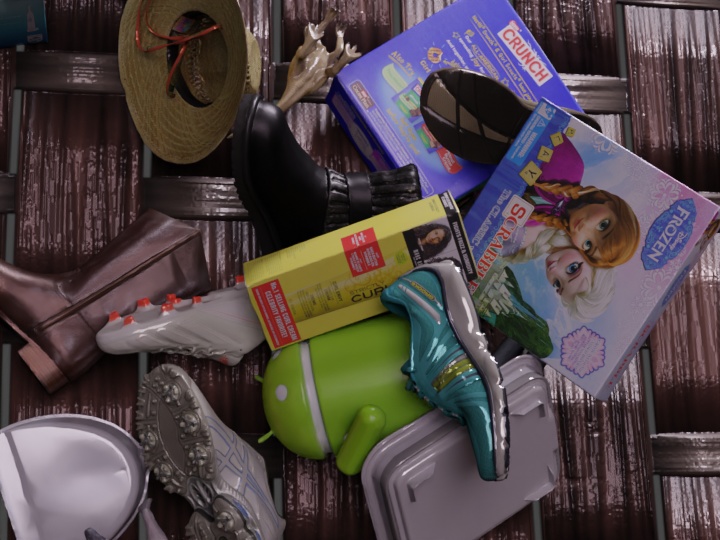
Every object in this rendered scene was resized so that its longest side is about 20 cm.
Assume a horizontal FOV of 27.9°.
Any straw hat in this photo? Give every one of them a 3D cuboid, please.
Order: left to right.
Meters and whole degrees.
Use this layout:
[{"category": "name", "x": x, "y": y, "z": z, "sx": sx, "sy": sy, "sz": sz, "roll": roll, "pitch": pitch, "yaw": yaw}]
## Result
[{"category": "straw hat", "x": -0.141, "y": -0.201, "z": 1.386, "sx": 0.085, "sy": 0.200, "sz": 0.203, "roll": -3, "pitch": 72, "yaw": -46}]

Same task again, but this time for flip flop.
[{"category": "flip flop", "x": 0.140, "y": -0.141, "z": 1.380, "sx": 0.199, "sy": 0.058, "sz": 0.082, "roll": 11, "pitch": 105, "yaw": -26}]

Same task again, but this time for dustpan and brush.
[{"category": "dustpan and brush", "x": -0.218, "y": 0.179, "z": 1.306, "sx": 0.199, "sy": 0.057, "sz": 0.141, "roll": -19, "pitch": 90, "yaw": -9}]

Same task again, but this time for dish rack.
[{"category": "dish rack", "x": 0.102, "y": 0.183, "z": 1.305, "sx": 0.199, "sy": 0.173, "sz": 0.044, "roll": -31, "pitch": 42, "yaw": -19}]

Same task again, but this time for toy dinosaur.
[{"category": "toy dinosaur", "x": -0.051, "y": -0.186, "z": 1.385, "sx": 0.058, "sy": 0.101, "sz": 0.200, "roll": 37, "pitch": 40, "yaw": -8}]

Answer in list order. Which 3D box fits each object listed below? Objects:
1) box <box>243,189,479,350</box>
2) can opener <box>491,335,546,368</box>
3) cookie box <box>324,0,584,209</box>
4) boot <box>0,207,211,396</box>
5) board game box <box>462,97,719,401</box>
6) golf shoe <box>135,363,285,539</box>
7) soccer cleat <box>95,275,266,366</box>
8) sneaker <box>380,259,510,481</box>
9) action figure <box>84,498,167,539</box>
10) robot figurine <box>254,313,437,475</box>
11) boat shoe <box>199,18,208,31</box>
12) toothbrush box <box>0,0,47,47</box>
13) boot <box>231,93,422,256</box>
[{"category": "box", "x": 0.000, "y": 0.000, "z": 1.295, "sx": 0.198, "sy": 0.050, "sz": 0.076, "roll": -18, "pitch": 117, "yaw": 2}, {"category": "can opener", "x": 0.120, "y": 0.128, "z": 1.377, "sx": 0.053, "sy": 0.066, "sz": 0.200, "roll": 42, "pitch": 66, "yaw": -1}, {"category": "cookie box", "x": 0.094, "y": -0.162, "z": 1.443, "sx": 0.199, "sy": 0.075, "sz": 0.172, "roll": -32, "pitch": 84, "yaw": -17}, {"category": "boot", "x": -0.255, "y": -0.013, "z": 1.339, "sx": 0.199, "sy": 0.064, "sz": 0.187, "roll": -36, "pitch": 97, "yaw": -15}, {"category": "board game box", "x": 0.192, "y": -0.021, "z": 1.310, "sx": 0.199, "sy": 0.041, "sz": 0.201, "roll": 35, "pitch": 96, "yaw": 25}, {"category": "golf shoe", "x": -0.131, "y": 0.171, "z": 1.301, "sx": 0.097, "sy": 0.078, "sz": 0.201, "roll": -28, "pitch": 96, "yaw": -59}, {"category": "soccer cleat", "x": -0.143, "y": 0.056, "z": 1.323, "sx": 0.199, "sy": 0.069, "sz": 0.078, "roll": -15, "pitch": 103, "yaw": -30}, {"category": "sneaker", "x": 0.076, "y": 0.090, "z": 1.234, "sx": 0.079, "sy": 0.078, "sz": 0.201, "roll": -19, "pitch": 67, "yaw": -3}, {"category": "action figure", "x": -0.193, "y": 0.318, "z": 1.216, "sx": 0.199, "sy": 0.105, "sz": 0.194, "roll": -33, "pitch": 75, "yaw": -24}, {"category": "robot figurine", "x": 0.001, "y": 0.105, "z": 1.318, "sx": 0.198, "sy": 0.116, "sz": 0.176, "roll": -12, "pitch": 43, "yaw": 3}, {"category": "boat shoe", "x": -0.213, "y": -0.304, "z": 1.429, "sx": 0.199, "sy": 0.065, "sz": 0.072, "roll": 23, "pitch": 72, "yaw": -4}, {"category": "toothbrush box", "x": -0.342, "y": -0.311, "z": 1.335, "sx": 0.085, "sy": 0.200, "sz": 0.148, "roll": -9, "pitch": 77, "yaw": -14}, {"category": "boot", "x": -0.023, "y": -0.080, "z": 1.320, "sx": 0.156, "sy": 0.212, "sz": 0.080, "roll": -1, "pitch": 52, "yaw": 13}]
